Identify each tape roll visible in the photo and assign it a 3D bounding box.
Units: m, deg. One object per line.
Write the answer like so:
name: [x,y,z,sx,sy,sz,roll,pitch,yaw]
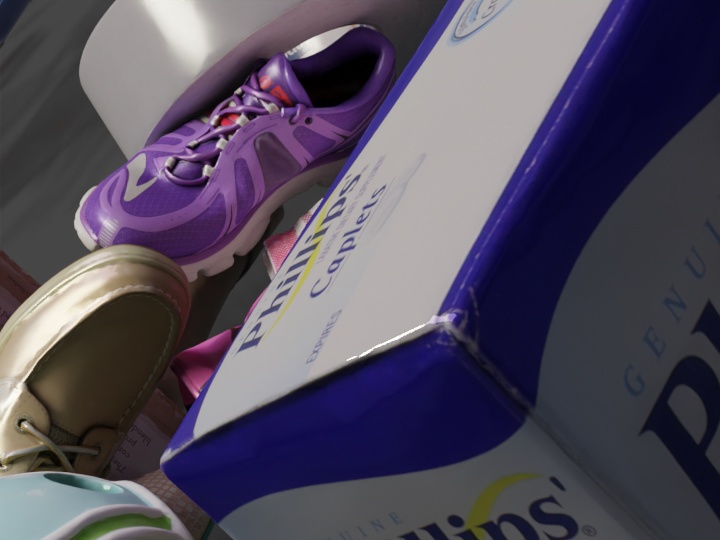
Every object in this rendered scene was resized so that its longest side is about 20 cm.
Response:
tape roll: [-0.048,-0.124,1.420,0.200,0.066,0.200,-30,-17,-10]

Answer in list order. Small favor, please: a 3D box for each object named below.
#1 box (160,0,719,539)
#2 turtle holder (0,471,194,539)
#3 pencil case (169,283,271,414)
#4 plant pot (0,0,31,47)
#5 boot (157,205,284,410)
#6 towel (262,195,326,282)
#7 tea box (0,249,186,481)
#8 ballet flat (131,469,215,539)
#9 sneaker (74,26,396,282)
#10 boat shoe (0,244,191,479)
box: [0.089,0.030,0.617,0.105,0.200,0.184,-27,25,49]
turtle holder: [-0.119,0.140,1.012,0.131,0.141,0.185,-30,-3,-21]
pencil case: [0.000,0.000,1.140,0.200,0.091,0.094,-49,47,-11]
plant pot: [-0.485,-0.305,2.974,0.200,0.180,0.200,-36,19,31]
boot: [-0.094,0.012,1.388,0.146,0.070,0.200,-49,16,-15]
towel: [0.031,-0.048,1.273,0.200,0.030,0.146,-45,16,9]
tea box: [-0.209,0.078,1.284,0.134,0.200,0.197,-54,18,-21]
ballet flat: [-0.138,0.152,1.162,0.200,0.062,0.067,-52,34,-14]
sneaker: [-0.062,-0.068,1.346,0.200,0.081,0.084,-35,-27,-29]
boat shoe: [-0.135,0.077,1.107,0.200,0.072,0.065,-49,32,19]
